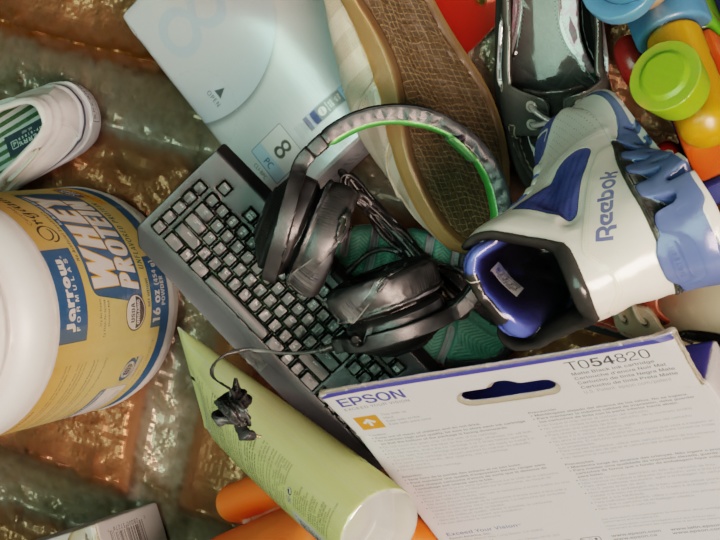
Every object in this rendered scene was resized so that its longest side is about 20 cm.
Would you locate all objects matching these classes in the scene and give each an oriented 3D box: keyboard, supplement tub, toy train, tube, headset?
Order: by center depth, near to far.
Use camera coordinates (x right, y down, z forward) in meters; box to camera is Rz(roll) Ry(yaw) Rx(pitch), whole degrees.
[{"bbox_3d":[0.175,-0.076,0.950,0.085,0.116,0.200,-26,61,22],"label":"toy train"},{"bbox_3d":[-0.007,0.003,0.990,0.123,0.094,0.200,42,96,-4],"label":"headset"},{"bbox_3d":[-0.017,0.010,1.048,0.127,0.021,0.200,-44,96,6],"label":"keyboard"},{"bbox_3d":[-0.045,0.099,1.053,0.200,0.052,0.058,32,101,48],"label":"tube"},{"bbox_3d":[-0.215,0.025,1.122,0.144,0.200,0.145,2,96,24],"label":"supplement tub"}]

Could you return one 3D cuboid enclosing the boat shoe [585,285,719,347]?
[{"bbox_3d":[0.177,0.014,1.016,0.200,0.063,0.071,13,102,25],"label":"boat shoe"}]

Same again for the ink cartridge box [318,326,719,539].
[{"bbox_3d":[0.108,0.090,0.996,0.199,0.200,0.041,-10,48,25],"label":"ink cartridge box"}]

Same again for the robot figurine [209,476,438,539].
[{"bbox_3d":[-0.043,0.198,1.101,0.200,0.117,0.144,-27,104,31],"label":"robot figurine"}]

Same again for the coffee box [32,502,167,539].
[{"bbox_3d":[-0.163,0.262,1.184,0.113,0.080,0.200,-19,86,24],"label":"coffee box"}]

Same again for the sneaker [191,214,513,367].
[{"bbox_3d":[0.000,0.000,1.101,0.200,0.088,0.075,17,98,-2],"label":"sneaker"}]

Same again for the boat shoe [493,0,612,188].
[{"bbox_3d":[0.103,-0.127,1.035,0.067,0.057,0.200,-4,94,12],"label":"boat shoe"}]

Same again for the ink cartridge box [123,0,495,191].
[{"bbox_3d":[-0.023,-0.155,1.102,0.200,0.047,0.160,-43,77,23],"label":"ink cartridge box"}]

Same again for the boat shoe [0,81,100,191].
[{"bbox_3d":[-0.261,-0.066,1.209,0.200,0.067,0.074,-33,80,24],"label":"boat shoe"}]

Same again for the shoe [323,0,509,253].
[{"bbox_3d":[0.027,-0.104,1.053,0.053,0.070,0.200,-13,99,64],"label":"shoe"}]

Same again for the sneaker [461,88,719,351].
[{"bbox_3d":[0.099,-0.024,0.935,0.115,0.199,0.081,-24,109,-3],"label":"sneaker"}]
